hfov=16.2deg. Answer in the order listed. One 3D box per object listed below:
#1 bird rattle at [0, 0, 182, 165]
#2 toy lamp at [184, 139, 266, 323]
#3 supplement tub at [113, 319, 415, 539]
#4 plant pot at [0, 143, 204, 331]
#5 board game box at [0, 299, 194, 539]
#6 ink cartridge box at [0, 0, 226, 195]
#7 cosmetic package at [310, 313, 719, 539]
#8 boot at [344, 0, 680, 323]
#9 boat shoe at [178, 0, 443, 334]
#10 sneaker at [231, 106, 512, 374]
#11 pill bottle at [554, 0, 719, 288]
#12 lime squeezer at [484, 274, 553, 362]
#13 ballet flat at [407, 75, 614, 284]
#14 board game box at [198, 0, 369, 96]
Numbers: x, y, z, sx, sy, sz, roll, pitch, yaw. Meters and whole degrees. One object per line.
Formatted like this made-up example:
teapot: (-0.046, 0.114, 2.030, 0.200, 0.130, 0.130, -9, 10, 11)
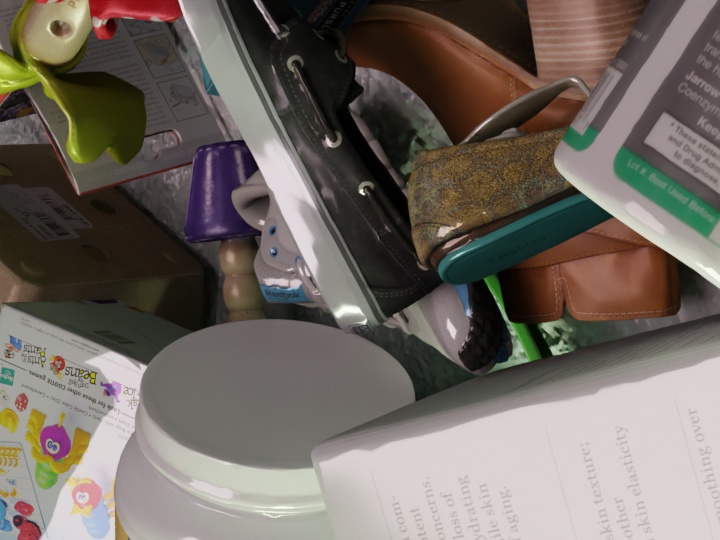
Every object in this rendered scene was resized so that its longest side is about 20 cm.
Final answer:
bird rattle: (-0.135, -0.152, 1.196, 0.200, 0.112, 0.164, 114, 167, -49)
toy lamp: (-0.056, 0.034, 1.294, 0.058, 0.058, 0.201, -5, 92, 47)
supplement tub: (-0.041, 0.139, 1.152, 0.144, 0.144, 0.201, 29, 129, 38)
plant pot: (-0.197, 0.041, 1.373, 0.200, 0.199, 0.178, 40, 116, 31)
board game box: (-0.134, 0.126, 1.247, 0.104, 0.103, 0.201, 21, 100, 26)
ink cartridge box: (-0.161, -0.125, 1.325, 0.050, 0.109, 0.201, -41, 73, 46)
cosmetic package: (0.119, 0.114, 1.030, 0.199, 0.166, 0.168, -15, 91, 31)
boot: (0.060, -0.054, 1.144, 0.199, 0.073, 0.156, 7, 111, 48)
boat shoe: (-0.024, -0.072, 1.082, 0.056, 0.069, 0.201, -25, 98, 7)
sneaker: (0.000, 0.000, 1.171, 0.200, 0.086, 0.075, 49, 168, 53)
pill bottle: (0.169, -0.091, 0.933, 0.113, 0.113, 0.201, 38, 99, 32)
lime squeezer: (0.121, 0.053, 1.148, 0.199, 0.038, 0.071, 22, 86, 41)
ballet flat: (0.111, -0.055, 1.039, 0.199, 0.071, 0.071, -19, 89, 11)
board game box: (-0.034, -0.201, 1.157, 0.151, 0.047, 0.201, -49, 43, 44)
